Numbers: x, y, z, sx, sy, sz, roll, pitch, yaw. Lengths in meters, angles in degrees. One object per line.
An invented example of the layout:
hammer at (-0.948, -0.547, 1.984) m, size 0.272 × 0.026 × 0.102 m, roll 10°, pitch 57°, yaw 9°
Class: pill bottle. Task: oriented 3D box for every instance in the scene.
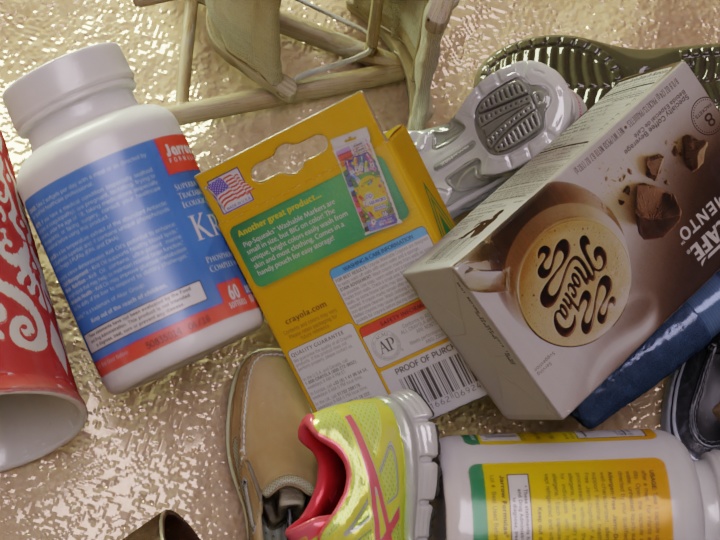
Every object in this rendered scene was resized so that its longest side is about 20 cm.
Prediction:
pill bottle at (-0.148, -0.035, 1.222) m, size 0.111 × 0.112 × 0.202 m, roll -24°, pitch 88°, yaw -13°
pill bottle at (0.144, 0.155, 1.196) m, size 0.198 × 0.113 × 0.114 m, roll -2°, pitch 69°, yaw -5°

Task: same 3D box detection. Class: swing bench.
swing bench at (-0.041, -0.176, 1.260) m, size 0.198 × 0.199 × 0.131 m, roll 5°, pitch 69°, yaw -3°

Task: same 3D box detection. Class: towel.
towel at (0.201, 0.024, 1.227) m, size 0.199 × 0.112 × 0.049 m, roll -37°, pitch 98°, yaw -1°

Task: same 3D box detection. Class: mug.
mug at (-0.275, 0.017, 1.209) m, size 0.176 × 0.134 × 0.202 m, roll -12°, pitch 67°, yaw -11°

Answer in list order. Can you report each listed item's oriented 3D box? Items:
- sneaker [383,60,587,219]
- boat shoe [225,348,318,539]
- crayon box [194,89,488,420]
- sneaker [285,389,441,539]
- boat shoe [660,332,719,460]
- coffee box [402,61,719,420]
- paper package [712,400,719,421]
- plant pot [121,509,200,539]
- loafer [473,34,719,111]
sneaker at (0.067, -0.062, 1.278) m, size 0.199 × 0.099 × 0.079 m, roll -23°, pitch 72°, yaw 25°
boat shoe at (-0.042, 0.137, 1.207) m, size 0.071 × 0.076 × 0.202 m, roll -9°, pitch 69°, yaw -6°
crayon box at (0.000, 0.000, 1.209) m, size 0.125 × 0.052 × 0.201 m, roll -25°, pitch 98°, yaw 19°
sneaker at (-0.004, 0.172, 1.147) m, size 0.089 × 0.078 × 0.202 m, roll 2°, pitch 78°, yaw -28°
boat shoe at (0.260, 0.043, 1.270) m, size 0.071 × 0.068 × 0.201 m, roll 33°, pitch 70°, yaw 8°
coffee box at (0.140, -0.018, 1.162) m, size 0.200 × 0.080 × 0.113 m, roll -40°, pitch 101°, yaw -19°
paper package at (0.342, 0.107, 1.157) m, size 0.191 × 0.200 × 0.104 m, roll 47°, pitch 72°, yaw -14°
plant pot at (-0.156, 0.267, 1.111) m, size 0.199 × 0.187 × 0.188 m, roll -28°, pitch 73°, yaw 2°
loafer at (0.176, -0.113, 1.326) m, size 0.198 × 0.068 × 0.077 m, roll 5°, pitch 68°, yaw 14°
